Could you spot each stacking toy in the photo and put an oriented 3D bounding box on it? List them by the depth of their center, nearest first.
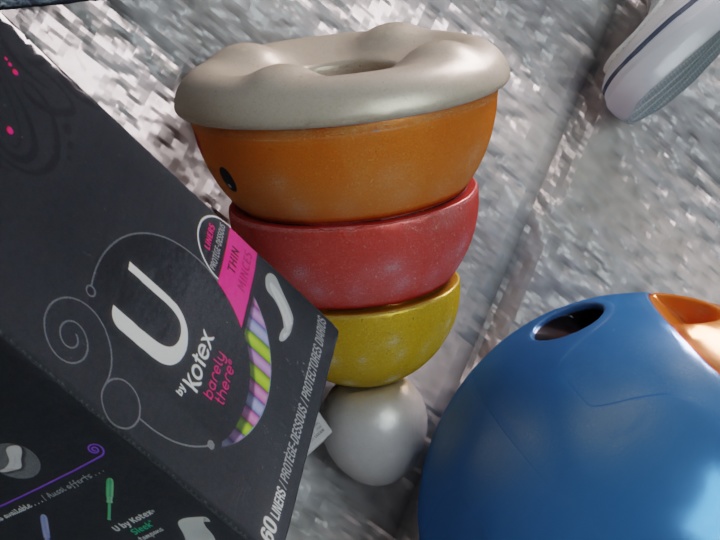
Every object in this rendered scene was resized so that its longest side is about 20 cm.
[{"bbox_3d":[0.000,0.000,0.948,0.145,0.146,0.202,-16,107,-37],"label":"stacking toy"}]

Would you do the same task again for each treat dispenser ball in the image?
[{"bbox_3d":[0.124,0.111,0.957,0.199,0.200,0.203,7,78,-35],"label":"treat dispenser ball"}]

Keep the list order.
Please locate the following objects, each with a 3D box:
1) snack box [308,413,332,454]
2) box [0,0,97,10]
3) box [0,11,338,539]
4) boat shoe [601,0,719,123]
[{"bbox_3d":[-0.101,0.097,0.899,0.200,0.024,0.072,-39,96,-34],"label":"snack box"},{"bbox_3d":[-0.158,-0.200,0.817,0.199,0.117,0.199,-13,106,-42],"label":"box"},{"bbox_3d":[-0.118,0.022,0.795,0.200,0.106,0.123,43,39,-28],"label":"box"},{"bbox_3d":[0.176,-0.152,1.133,0.067,0.074,0.200,43,57,9],"label":"boat shoe"}]
